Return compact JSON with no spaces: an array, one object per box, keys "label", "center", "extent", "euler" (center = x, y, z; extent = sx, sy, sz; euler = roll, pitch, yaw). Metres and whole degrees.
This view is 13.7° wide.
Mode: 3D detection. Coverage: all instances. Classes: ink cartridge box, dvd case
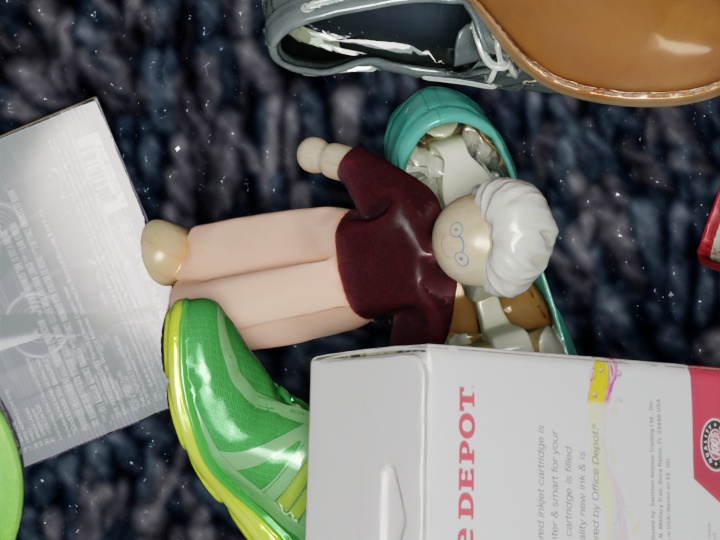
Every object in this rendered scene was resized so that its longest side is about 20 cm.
[{"label":"ink cartridge box","center":[0.077,0.111,1.290],"extent":[0.200,0.086,0.148],"euler":[7,81,-37]},{"label":"dvd case","center":[-0.186,0.025,1.395],"extent":[0.200,0.016,0.149],"euler":[-22,96,0]}]

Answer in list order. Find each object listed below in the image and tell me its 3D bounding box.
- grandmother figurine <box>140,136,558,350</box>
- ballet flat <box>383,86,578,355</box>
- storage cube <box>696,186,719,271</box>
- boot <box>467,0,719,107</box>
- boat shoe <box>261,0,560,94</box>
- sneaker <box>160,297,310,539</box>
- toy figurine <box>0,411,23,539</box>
[{"label":"grandmother figurine","center":[0.000,0.000,1.331],"extent":[0.200,0.061,0.122],"euler":[-13,105,33]},{"label":"ballet flat","center":[0.057,0.013,1.371],"extent":[0.067,0.070,0.201],"euler":[-19,95,0]},{"label":"storage cube","center":[0.271,-0.049,1.319],"extent":[0.179,0.171,0.201],"euler":[19,94,-4]},{"label":"boot","center":[0.088,-0.150,1.254],"extent":[0.200,0.155,0.077],"euler":[28,67,2]},{"label":"boat shoe","center":[0.052,-0.103,1.352],"extent":[0.199,0.062,0.073],"euler":[10,132,3]},{"label":"sneaker","center":[-0.020,0.090,1.331],"extent":[0.083,0.074,0.200],"euler":[-32,100,9]},{"label":"toy figurine","center":[-0.218,0.145,1.308],"extent":[0.150,0.184,0.201],"euler":[-17,104,0]}]
